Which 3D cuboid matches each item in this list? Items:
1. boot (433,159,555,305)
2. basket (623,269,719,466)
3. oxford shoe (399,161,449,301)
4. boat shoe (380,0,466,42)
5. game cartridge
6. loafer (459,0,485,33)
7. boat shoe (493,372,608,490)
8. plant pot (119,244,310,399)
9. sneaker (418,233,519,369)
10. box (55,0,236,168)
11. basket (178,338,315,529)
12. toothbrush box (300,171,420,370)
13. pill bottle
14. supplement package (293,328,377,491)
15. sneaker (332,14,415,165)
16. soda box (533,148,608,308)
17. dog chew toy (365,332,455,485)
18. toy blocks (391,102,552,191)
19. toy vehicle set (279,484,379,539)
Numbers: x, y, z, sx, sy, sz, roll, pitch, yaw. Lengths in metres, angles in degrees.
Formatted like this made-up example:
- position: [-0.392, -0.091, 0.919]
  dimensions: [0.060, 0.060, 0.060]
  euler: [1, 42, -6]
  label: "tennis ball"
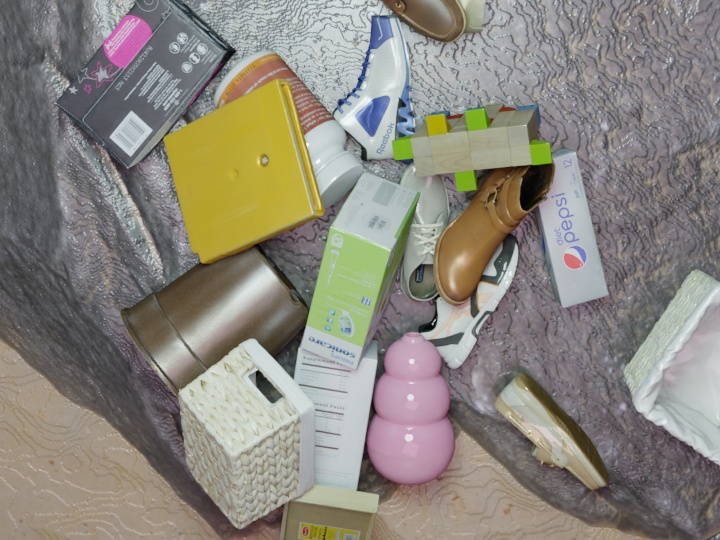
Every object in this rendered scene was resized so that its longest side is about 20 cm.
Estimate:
- position: [0.176, -0.055, 1.625]
  dimensions: [0.076, 0.155, 0.202]
  euler: [35, 68, -17]
  label: "boot"
- position: [0.479, 0.133, 1.684]
  dimensions: [0.199, 0.161, 0.199]
  euler: [33, 99, -6]
  label: "basket"
- position: [0.087, -0.048, 1.693]
  dimensions: [0.074, 0.058, 0.203]
  euler: [-3, 111, -12]
  label: "oxford shoe"
- position: [0.050, -0.363, 1.620]
  dimensions: [0.200, 0.067, 0.072]
  euler: [45, 117, 13]
  label: "boat shoe"
- position: [-0.149, -0.120, 1.585]
  dimensions: [0.198, 0.032, 0.179]
  euler: [-21, 80, 33]
  label: "game cartridge"
- position: [0.161, -0.400, 1.642]
  dimensions: [0.067, 0.076, 0.202]
  euler: [21, 109, -4]
  label: "loafer"
- position: [0.263, 0.233, 1.756]
  dimensions: [0.069, 0.074, 0.200]
  euler: [-39, 96, 19]
  label: "boat shoe"
- position: [-0.179, 0.068, 1.676]
  dimensions: [0.198, 0.200, 0.201]
  euler: [-39, 97, 0]
  label: "plant pot"
- position: [0.148, 0.034, 1.717]
  dimensions: [0.079, 0.074, 0.202]
  euler: [30, 99, -2]
  label: "sneaker"
- position: [-0.276, -0.253, 1.651]
  dimensions: [0.132, 0.115, 0.200]
  euler: [41, 100, -6]
  label: "box"
- position: [-0.142, 0.210, 1.581]
  dimensions: [0.123, 0.201, 0.135]
  euler: [-32, 59, -25]
  label: "basket"
- position: [0.000, 0.000, 1.635]
  dimensions: [0.085, 0.146, 0.202]
  euler: [21, 126, 6]
  label: "toothbrush box"
- position: [-0.091, -0.178, 1.635]
  dimensions: [0.112, 0.112, 0.200]
  euler: [-43, 77, 8]
  label: "pill bottle"
- position: [-0.043, 0.196, 1.727]
  dimensions: [0.108, 0.114, 0.203]
  euler: [9, 101, -1]
  label: "supplement package"
- position: [0.012, -0.232, 1.667]
  dimensions: [0.113, 0.081, 0.203]
  euler: [-7, 102, 0]
  label: "sneaker"
- position: [0.275, -0.058, 1.702]
  dimensions: [0.067, 0.063, 0.203]
  euler: [-15, 100, 2]
  label: "soda box"
- position: [0.070, 0.184, 1.715]
  dimensions: [0.122, 0.125, 0.203]
  euler: [2, 104, 1]
  label: "dog chew toy"
- position: [0.154, -0.173, 1.621]
  dimensions: [0.197, 0.137, 0.101]
  euler: [-5, 110, 19]
  label: "toy blocks"
- position: [-0.047, 0.352, 1.733]
  dimensions: [0.122, 0.027, 0.201]
  euler: [10, 144, -1]
  label: "toy vehicle set"
